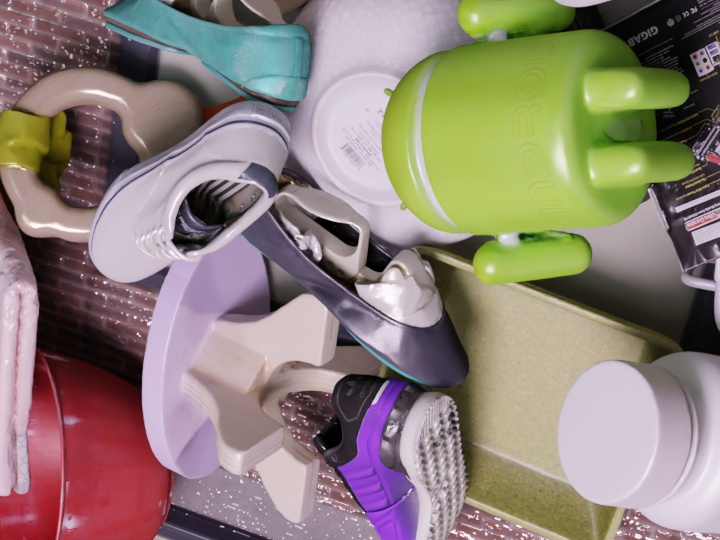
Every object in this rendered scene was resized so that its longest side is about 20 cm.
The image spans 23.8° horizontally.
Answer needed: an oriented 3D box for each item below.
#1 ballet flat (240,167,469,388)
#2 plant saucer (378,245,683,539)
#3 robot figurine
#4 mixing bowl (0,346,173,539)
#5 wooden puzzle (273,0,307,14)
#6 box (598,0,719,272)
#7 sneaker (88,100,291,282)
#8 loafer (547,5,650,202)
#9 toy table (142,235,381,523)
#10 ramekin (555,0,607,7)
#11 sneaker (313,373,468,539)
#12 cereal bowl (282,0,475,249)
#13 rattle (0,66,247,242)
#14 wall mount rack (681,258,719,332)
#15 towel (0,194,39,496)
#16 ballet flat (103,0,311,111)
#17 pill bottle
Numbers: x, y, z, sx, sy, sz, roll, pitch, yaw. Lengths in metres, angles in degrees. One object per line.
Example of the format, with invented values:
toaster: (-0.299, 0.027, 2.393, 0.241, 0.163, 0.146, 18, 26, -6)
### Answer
ballet flat: (0.000, 0.000, 1.148, 0.200, 0.073, 0.073, 39, 121, 5)
plant saucer: (0.115, 0.085, 1.221, 0.199, 0.048, 0.201, 22, 126, 11)
robot figurine: (0.098, -0.081, 1.029, 0.199, 0.115, 0.177, -3, 94, 38)
mixing bowl: (-0.212, 0.156, 1.326, 0.108, 0.200, 0.201, 1, 123, -28)
wooden puzzle: (-0.043, -0.299, 1.126, 0.200, 0.037, 0.185, -40, 95, 26)
box: (0.250, -0.109, 1.013, 0.199, 0.049, 0.160, -26, 87, 37)
sneaker: (-0.123, -0.038, 1.135, 0.073, 0.071, 0.200, 31, 135, -23)
loafer: (0.137, -0.126, 1.112, 0.063, 0.072, 0.201, -26, 105, 23)
toy table: (-0.075, 0.079, 1.235, 0.117, 0.184, 0.201, 22, 132, 28)
ramekin: (0.163, -0.241, 0.983, 0.200, 0.201, 0.098, -28, 110, 29)
sneaker: (0.017, 0.139, 1.214, 0.099, 0.070, 0.201, 19, 142, 21)
cereal bowl: (0.025, -0.102, 1.159, 0.199, 0.083, 0.201, 8, 116, 16)
rattle: (-0.165, -0.084, 1.263, 0.199, 0.143, 0.131, -20, 71, -11)
wall mount rack: (0.298, -0.040, 1.094, 0.173, 0.075, 0.201, 11, 117, 20)
towel: (-0.277, 0.039, 1.292, 0.032, 0.200, 0.192, -5, 122, -23)
ballet flat: (-0.100, -0.170, 1.162, 0.200, 0.067, 0.071, 29, 108, 41)
pill bottle: (0.229, 0.112, 1.104, 0.114, 0.199, 0.115, -17, 69, 51)
